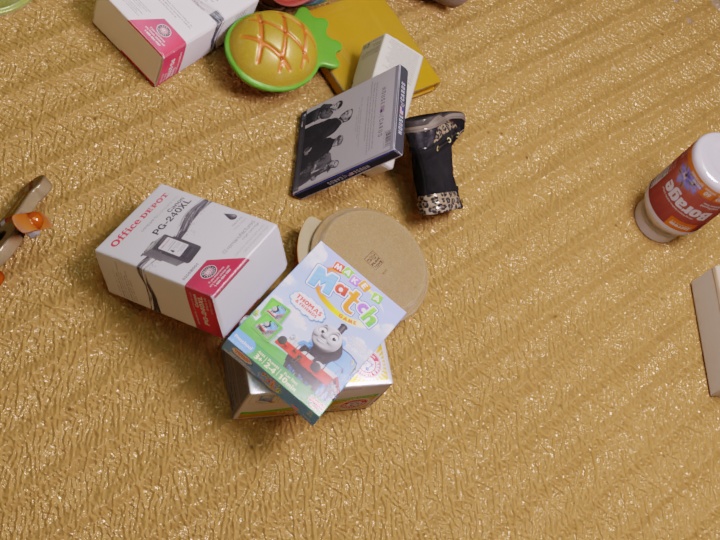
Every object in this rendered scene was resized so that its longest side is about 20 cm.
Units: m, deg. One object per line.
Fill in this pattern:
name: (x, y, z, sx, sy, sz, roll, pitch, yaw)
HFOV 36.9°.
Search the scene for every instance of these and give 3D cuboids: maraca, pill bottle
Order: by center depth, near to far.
maraca: (-0.117, -0.340, 1.648, 0.200, 0.107, 0.137, -24, 83, -34)
pill bottle: (0.532, -0.126, 1.738, 0.112, 0.200, 0.112, 9, 62, -17)

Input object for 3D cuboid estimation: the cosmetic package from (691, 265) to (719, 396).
cosmetic package: (0.606, 0.101, 1.731, 0.103, 0.073, 0.200, 7, 62, -18)

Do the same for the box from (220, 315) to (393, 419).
box: (-0.072, 0.124, 1.436, 0.200, 0.101, 0.113, -2, 65, -22)

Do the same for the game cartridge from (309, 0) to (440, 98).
game cartridge: (0.009, -0.353, 1.750, 0.176, 0.032, 0.200, -24, 73, -29)

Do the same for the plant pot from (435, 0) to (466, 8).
plant pot: (0.127, -0.541, 1.811, 0.173, 0.200, 0.200, 34, 56, -22)

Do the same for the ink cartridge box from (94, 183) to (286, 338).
ink cartridge box: (-0.221, -0.016, 1.405, 0.200, 0.083, 0.145, 20, 52, 26)

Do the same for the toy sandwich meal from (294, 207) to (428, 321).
toy sandwich meal: (0.000, 0.000, 1.551, 0.205, 0.070, 0.205, 12, 60, -21)

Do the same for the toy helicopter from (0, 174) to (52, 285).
toy helicopter: (-0.443, -0.061, 1.379, 0.079, 0.132, 0.200, 50, 35, -26)

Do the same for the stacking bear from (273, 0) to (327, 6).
stacking bear: (-0.068, -0.479, 1.712, 0.121, 0.114, 0.200, 41, 27, 8)

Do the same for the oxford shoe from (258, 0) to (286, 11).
oxford shoe: (-0.160, -0.508, 1.736, 0.071, 0.071, 0.200, -10, 71, -27)

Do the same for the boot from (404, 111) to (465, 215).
boot: (0.123, -0.167, 1.666, 0.200, 0.073, 0.151, -26, 108, -70)

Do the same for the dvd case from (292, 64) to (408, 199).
dvd case: (-0.016, -0.200, 1.571, 0.025, 0.200, 0.150, 31, 52, -40)

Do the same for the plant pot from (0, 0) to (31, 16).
plant pot: (-0.539, -0.492, 1.512, 0.200, 0.184, 0.201, 9, 62, -17)

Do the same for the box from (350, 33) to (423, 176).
box: (0.026, -0.252, 1.648, 0.082, 0.068, 0.200, 27, 70, -28)

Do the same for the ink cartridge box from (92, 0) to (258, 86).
ink cartridge box: (-0.276, -0.393, 1.624, 0.145, 0.084, 0.200, 46, 59, 5)

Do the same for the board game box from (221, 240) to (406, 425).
board game box: (-0.056, 0.076, 1.384, 0.151, 0.037, 0.200, 40, 56, 3)
